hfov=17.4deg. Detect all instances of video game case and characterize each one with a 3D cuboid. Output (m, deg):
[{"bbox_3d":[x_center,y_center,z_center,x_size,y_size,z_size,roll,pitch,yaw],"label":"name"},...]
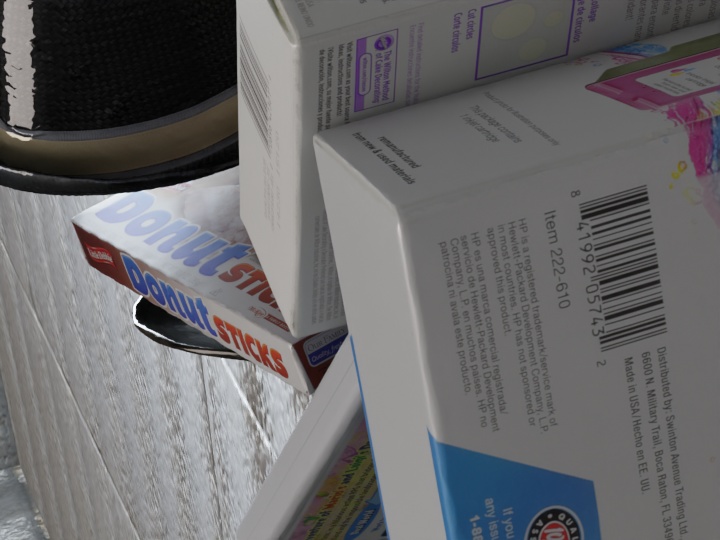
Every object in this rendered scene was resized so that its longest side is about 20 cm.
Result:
[{"bbox_3d":[0.063,0.044,0.836,0.200,0.181,0.024,119,136,-55],"label":"video game case"}]

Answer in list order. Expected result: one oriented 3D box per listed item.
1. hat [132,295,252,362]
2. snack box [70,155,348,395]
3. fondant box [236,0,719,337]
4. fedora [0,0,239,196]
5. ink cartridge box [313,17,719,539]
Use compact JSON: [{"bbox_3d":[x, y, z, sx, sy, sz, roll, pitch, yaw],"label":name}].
[{"bbox_3d":[0.000,0.000,0.984,0.200,0.199,0.082,-156,77,-70],"label":"hat"},{"bbox_3d":[-0.039,-0.004,0.888,0.200,0.072,0.024,25,140,58],"label":"snack box"},{"bbox_3d":[0.061,-0.067,0.750,0.145,0.199,0.058,93,157,-53],"label":"fondant box"},{"bbox_3d":[-0.095,-0.115,0.975,0.201,0.199,0.092,-126,27,-51],"label":"fedora"},{"bbox_3d":[0.101,0.010,0.700,0.085,0.199,0.145,-133,30,-64],"label":"ink cartridge box"}]
